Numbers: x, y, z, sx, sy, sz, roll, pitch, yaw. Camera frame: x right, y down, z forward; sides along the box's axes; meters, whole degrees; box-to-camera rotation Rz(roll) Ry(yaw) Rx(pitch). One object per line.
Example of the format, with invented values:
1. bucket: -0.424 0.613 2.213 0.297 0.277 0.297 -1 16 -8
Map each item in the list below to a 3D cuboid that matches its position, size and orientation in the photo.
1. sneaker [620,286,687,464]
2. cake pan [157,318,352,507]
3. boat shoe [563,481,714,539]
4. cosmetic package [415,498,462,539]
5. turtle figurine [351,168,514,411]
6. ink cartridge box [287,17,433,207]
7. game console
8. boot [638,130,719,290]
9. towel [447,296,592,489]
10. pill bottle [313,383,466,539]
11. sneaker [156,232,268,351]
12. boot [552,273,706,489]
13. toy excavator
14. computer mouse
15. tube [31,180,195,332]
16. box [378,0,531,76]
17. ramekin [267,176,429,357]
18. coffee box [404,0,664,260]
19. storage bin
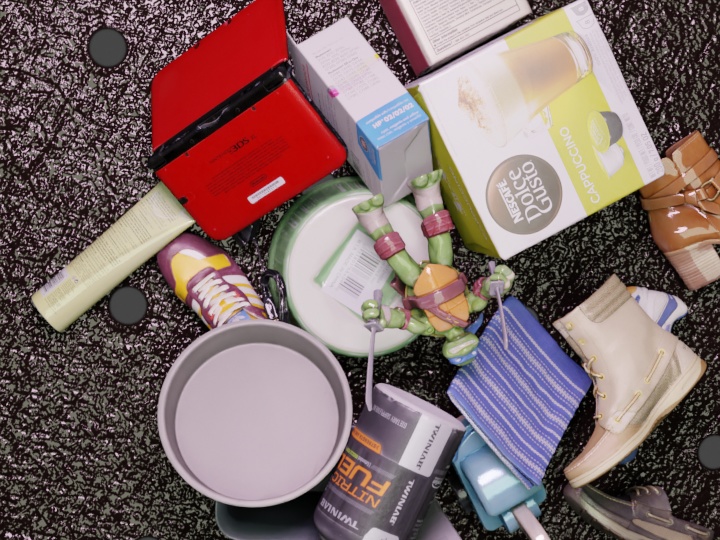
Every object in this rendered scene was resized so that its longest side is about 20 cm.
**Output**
1. sneaker: 0.325 0.122 1.699 0.087 0.075 0.202 6 95 -8
2. cake pan: -0.107 0.149 1.536 0.198 0.037 0.202 0 64 -1
3. boat shoe: 0.320 0.280 1.721 0.199 0.074 0.074 32 81 -17
4. cosmetic package: 0.036 0.366 1.624 0.198 0.200 0.124 -28 98 -3
5. turtle figurine: 0.071 0.007 1.495 0.143 0.200 0.196 -23 90 31
6. ink cartridge box: -0.005 -0.179 1.575 0.067 0.115 0.201 -30 63 -12
7. game console: -0.119 -0.160 1.572 0.199 0.119 0.173 -30 109 31
8. boot: 0.414 -0.090 1.699 0.199 0.077 0.156 -29 94 4
9. towel: 0.177 0.127 1.639 0.145 0.200 0.024 48 129 -7
10. pill bottle: 0.020 0.225 1.522 0.105 0.106 0.202 25 91 -8
11. sneaker: -0.142 0.038 1.628 0.200 0.090 0.075 45 89 -9
12. boot: 0.256 0.119 1.623 0.200 0.073 0.155 -44 88 -7
13. toy excavator: 0.169 0.256 1.632 0.099 0.200 0.196 -27 112 -4
14. computer mouse: -0.121 -0.022 1.610 0.034 0.059 0.202 -9 66 -31
15. tube: -0.265 -0.015 1.627 0.200 0.052 0.058 -42 97 -1
16. box: 0.076 -0.328 1.604 0.127 0.109 0.201 -27 93 -4
17. ramekin: 0.000 0.000 1.636 0.198 0.098 0.203 -1 96 -7
18. coffee box: 0.171 -0.146 1.592 0.196 0.200 0.201 -27 97 -3
19. storage bin: -0.058 0.227 1.633 0.198 0.134 0.147 3 95 -6
